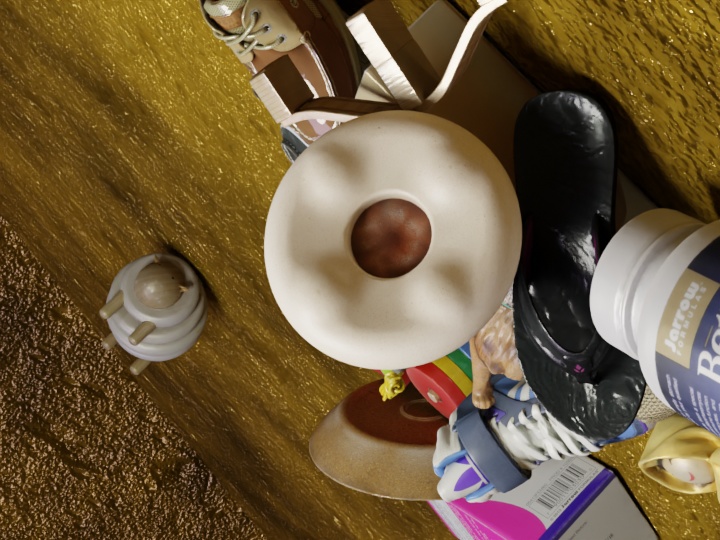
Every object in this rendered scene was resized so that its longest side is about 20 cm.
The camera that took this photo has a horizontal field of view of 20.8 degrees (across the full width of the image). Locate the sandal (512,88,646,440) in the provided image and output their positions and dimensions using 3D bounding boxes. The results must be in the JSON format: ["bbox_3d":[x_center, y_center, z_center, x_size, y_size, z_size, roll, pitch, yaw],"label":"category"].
[{"bbox_3d":[0.114,0.001,1.096,0.048,0.075,0.202,-32,-65,-67],"label":"sandal"}]

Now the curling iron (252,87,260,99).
[{"bbox_3d":[-0.065,-0.171,1.391,0.049,0.026,0.200,0,156,7],"label":"curling iron"}]

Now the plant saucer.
[{"bbox_3d":[0.055,0.132,1.660,0.200,0.199,0.036,29,126,51],"label":"plant saucer"}]

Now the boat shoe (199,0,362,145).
[{"bbox_3d":[-0.069,-0.168,1.222,0.075,0.074,0.201,-20,102,38],"label":"boat shoe"}]

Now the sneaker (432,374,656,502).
[{"bbox_3d":[0.126,0.127,1.443,0.081,0.146,0.200,49,166,-16],"label":"sneaker"}]

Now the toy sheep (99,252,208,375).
[{"bbox_3d":[-0.251,0.050,2.394,0.138,0.138,0.200,43,157,10],"label":"toy sheep"}]

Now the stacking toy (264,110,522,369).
[{"bbox_3d":[0.034,0.002,1.154,0.146,0.146,0.200,41,178,19],"label":"stacking toy"}]

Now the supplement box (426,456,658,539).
[{"bbox_3d":[0.146,0.203,1.705,0.200,0.101,0.104,29,160,52],"label":"supplement box"}]

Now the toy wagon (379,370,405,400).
[{"bbox_3d":[0.000,0.000,1.470,0.155,0.039,0.201,110,139,-67],"label":"toy wagon"}]

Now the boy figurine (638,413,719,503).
[{"bbox_3d":[0.267,0.150,1.268,0.200,0.064,0.125,35,165,29],"label":"boy figurine"}]

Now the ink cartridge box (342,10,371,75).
[{"bbox_3d":[0.007,-0.097,1.351,0.162,0.057,0.200,38,160,14],"label":"ink cartridge box"}]

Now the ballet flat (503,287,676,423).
[{"bbox_3d":[0.146,0.018,1.277,0.200,0.068,0.075,42,145,-6],"label":"ballet flat"}]

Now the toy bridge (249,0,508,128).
[{"bbox_3d":[0.021,-0.121,1.098,0.199,0.027,0.067,-24,104,45],"label":"toy bridge"}]

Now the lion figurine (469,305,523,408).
[{"bbox_3d":[0.079,0.016,1.414,0.200,0.072,0.123,42,151,29],"label":"lion figurine"}]

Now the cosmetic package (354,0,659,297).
[{"bbox_3d":[0.089,-0.058,1.182,0.200,0.071,0.105,44,166,6],"label":"cosmetic package"}]

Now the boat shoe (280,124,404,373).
[{"bbox_3d":[-0.005,-0.020,1.353,0.201,0.071,0.072,56,174,1],"label":"boat shoe"}]

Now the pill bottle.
[{"bbox_3d":[0.212,0.038,1.001,0.200,0.111,0.111,30,160,48],"label":"pill bottle"}]

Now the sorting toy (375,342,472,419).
[{"bbox_3d":[0.034,0.035,1.626,0.200,0.070,0.198,54,164,-29],"label":"sorting toy"}]
